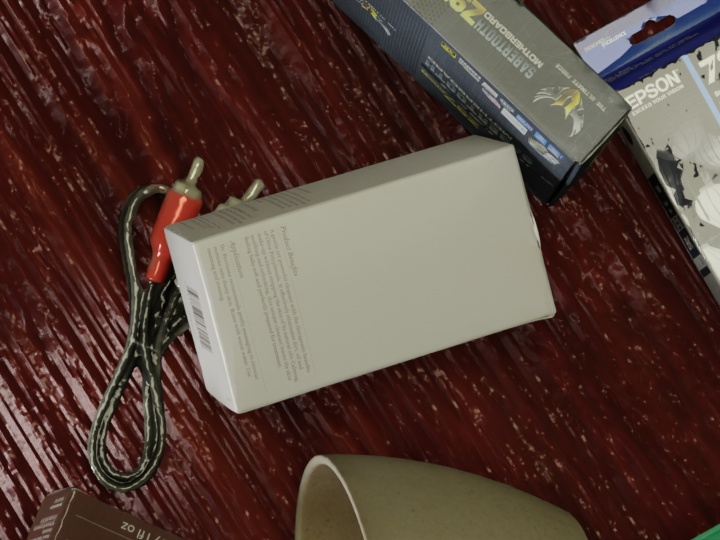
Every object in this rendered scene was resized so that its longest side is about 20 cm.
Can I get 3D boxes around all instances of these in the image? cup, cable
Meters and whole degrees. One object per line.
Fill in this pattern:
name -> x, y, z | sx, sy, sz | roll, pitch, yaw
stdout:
cup -> 0.056, 0.196, 1.591 | 0.142, 0.200, 0.202 | -6, 83, -15
cable -> -0.121, 0.028, 1.665 | 0.097, 0.050, 0.201 | 28, 81, -4

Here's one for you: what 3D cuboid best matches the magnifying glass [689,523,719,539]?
magnifying glass -> 0.191, 0.175, 1.635 | 0.199, 0.022, 0.080 | -5, 83, 24

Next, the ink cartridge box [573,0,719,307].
ink cartridge box -> 0.218, -0.076, 1.699 | 0.099, 0.039, 0.201 | -30, 84, -5

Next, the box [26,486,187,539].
box -> -0.166, 0.234, 1.605 | 0.100, 0.075, 0.201 | 25, 75, -15

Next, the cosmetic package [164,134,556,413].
cosmetic package -> 0.000, 0.000, 1.633 | 0.199, 0.085, 0.108 | -16, 101, -14

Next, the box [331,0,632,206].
box -> 0.062, -0.131, 1.640 | 0.200, 0.158, 0.051 | 44, 84, 3
